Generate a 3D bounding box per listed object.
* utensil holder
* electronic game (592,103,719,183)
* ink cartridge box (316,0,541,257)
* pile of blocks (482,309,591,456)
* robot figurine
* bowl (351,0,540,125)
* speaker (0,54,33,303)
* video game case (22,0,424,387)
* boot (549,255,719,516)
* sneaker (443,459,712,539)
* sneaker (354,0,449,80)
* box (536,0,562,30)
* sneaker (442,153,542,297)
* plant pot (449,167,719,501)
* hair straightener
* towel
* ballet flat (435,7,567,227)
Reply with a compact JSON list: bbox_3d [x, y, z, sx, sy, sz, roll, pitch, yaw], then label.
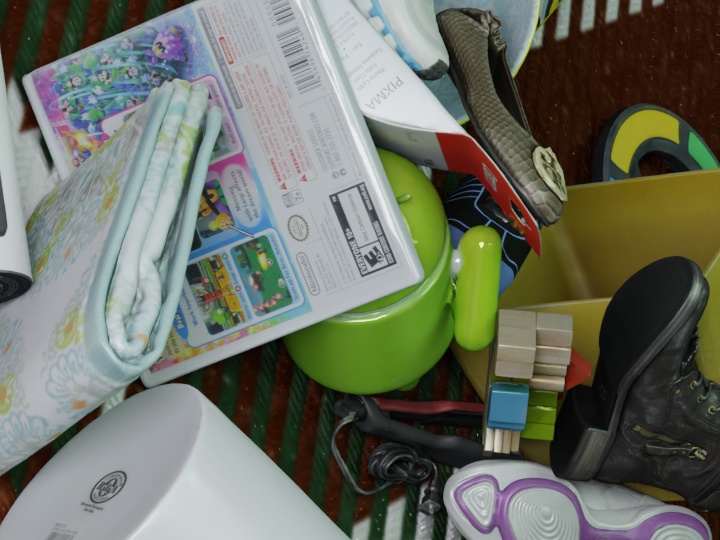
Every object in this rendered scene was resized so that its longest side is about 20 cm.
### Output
[{"bbox_3d":[-0.080,0.183,1.441,0.200,0.170,0.170,49,41,-23],"label":"utensil holder"},{"bbox_3d":[0.245,-0.034,2.064,0.200,0.042,0.200,27,53,-43],"label":"electronic game"},{"bbox_3d":[0.031,-0.080,1.612,0.200,0.047,0.160,51,-1,8],"label":"ink cartridge box"},{"bbox_3d":[0.111,0.076,1.666,0.200,0.062,0.082,84,11,-80],"label":"pile of blocks"},{"bbox_3d":[0.000,0.000,1.635,0.200,0.175,0.116,80,17,-59],"label":"robot figurine"},{"bbox_3d":[0.014,-0.177,1.765,0.108,0.200,0.201,136,-64,-82],"label":"bowl"},{"bbox_3d":[-0.232,-0.083,1.448,0.081,0.081,0.200,9,67,-50],"label":"speaker"},{"bbox_3d":[-0.081,-0.055,1.546,0.024,0.182,0.200,-28,97,-75],"label":"video game case"},{"bbox_3d":[0.231,0.084,1.708,0.174,0.200,0.069,14,39,-17],"label":"boot"},{"bbox_3d":[0.134,0.171,1.778,0.200,0.100,0.075,17,90,-27],"label":"sneaker"},{"bbox_3d":[0.026,-0.213,1.645,0.200,0.087,0.075,69,12,22],"label":"sneaker"},{"bbox_3d":[0.092,-0.195,1.922,0.064,0.070,0.200,60,37,-15],"label":"box"},{"bbox_3d":[0.090,-0.040,1.774,0.070,0.078,0.200,36,12,-6],"label":"sneaker"},{"bbox_3d":[0.199,0.054,1.853,0.200,0.200,0.177,-47,124,-51],"label":"plant pot"},{"bbox_3d":[0.045,0.120,1.732,0.200,0.041,0.077,15,63,-54],"label":"hair straightener"},{"bbox_3d":[-0.147,0.007,1.434,0.048,0.171,0.200,30,49,-19],"label":"towel"},{"bbox_3d":[0.089,-0.101,1.632,0.067,0.046,0.200,56,7,-41],"label":"ballet flat"}]
